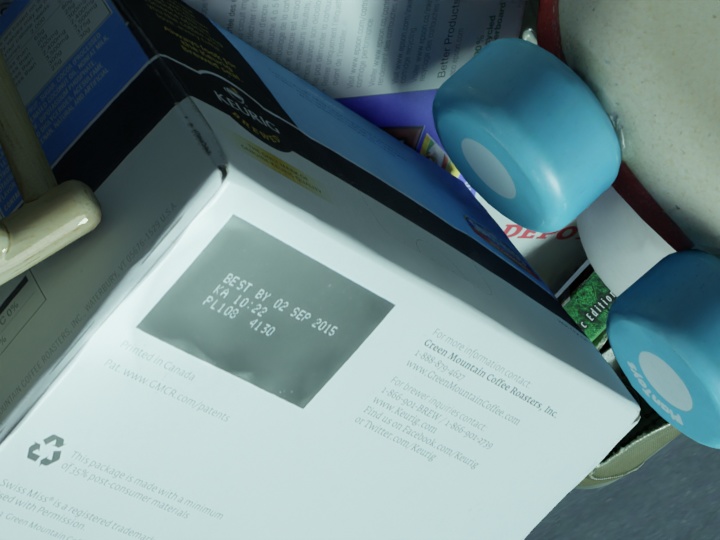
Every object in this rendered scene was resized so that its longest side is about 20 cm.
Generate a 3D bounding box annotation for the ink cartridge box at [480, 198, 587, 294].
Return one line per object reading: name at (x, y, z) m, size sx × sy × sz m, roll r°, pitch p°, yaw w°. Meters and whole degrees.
ink cartridge box at (0.000, 0.000, 0.974) m, size 0.145 × 0.084 × 0.200 m, roll 1°, pitch 141°, yaw -40°

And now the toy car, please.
toy car at (0.120, -0.044, 0.809) m, size 0.184 × 0.177 × 0.200 m, roll -41°, pitch -178°, yaw -16°

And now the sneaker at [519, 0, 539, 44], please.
sneaker at (0.089, -0.124, 0.883) m, size 0.199 × 0.081 × 0.083 m, roll -16°, pitch 179°, yaw -27°

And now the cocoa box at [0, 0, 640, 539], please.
cocoa box at (-0.039, 0.017, 0.695) m, size 0.133 × 0.131 × 0.200 m, roll -48°, pitch 135°, yaw 13°

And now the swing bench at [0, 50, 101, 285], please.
swing bench at (-0.208, -0.043, 0.622) m, size 0.200 × 0.199 × 0.130 m, roll -40°, pitch 147°, yaw 22°

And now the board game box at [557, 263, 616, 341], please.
board game box at (0.091, 0.026, 1.013) m, size 0.105 × 0.023 × 0.200 m, roll -44°, pitch 177°, yaw 4°

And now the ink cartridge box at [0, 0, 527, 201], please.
ink cartridge box at (-0.042, -0.066, 0.750) m, size 0.199 × 0.043 × 0.199 m, roll -8°, pitch 129°, yaw -27°

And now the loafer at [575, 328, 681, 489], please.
loafer at (0.154, 0.027, 0.980) m, size 0.200 × 0.075 × 0.070 m, roll -45°, pitch 177°, yaw 9°
